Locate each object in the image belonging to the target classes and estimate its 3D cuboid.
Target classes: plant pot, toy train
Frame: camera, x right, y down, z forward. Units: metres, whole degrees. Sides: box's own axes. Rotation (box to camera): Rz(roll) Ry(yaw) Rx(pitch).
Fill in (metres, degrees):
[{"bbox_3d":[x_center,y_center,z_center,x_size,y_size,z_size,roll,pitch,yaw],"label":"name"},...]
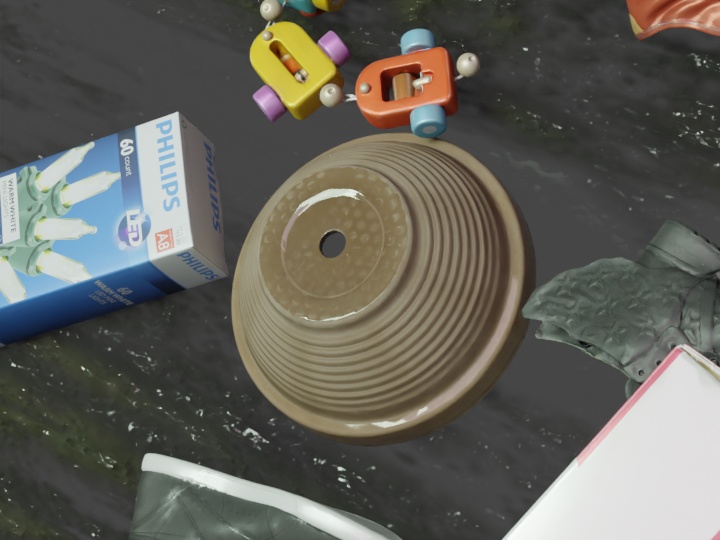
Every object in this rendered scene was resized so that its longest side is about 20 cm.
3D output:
[{"bbox_3d":[0.000,0.000,1.090,0.199,0.093,0.202,-8,69,21],"label":"plant pot"},{"bbox_3d":[0.000,-0.160,1.170,0.149,0.056,0.201,-16,63,12],"label":"toy train"}]

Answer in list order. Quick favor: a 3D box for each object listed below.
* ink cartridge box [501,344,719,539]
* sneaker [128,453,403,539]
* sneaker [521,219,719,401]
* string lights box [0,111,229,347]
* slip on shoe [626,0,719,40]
[{"bbox_3d":[0.161,0.137,0.907,0.083,0.200,0.147,42,91,26],"label":"ink cartridge box"},{"bbox_3d":[-0.062,0.179,1.067,0.199,0.071,0.100,10,77,33],"label":"sneaker"},{"bbox_3d":[0.191,0.046,1.010,0.104,0.060,0.200,-48,55,0],"label":"sneaker"},{"bbox_3d":[-0.193,-0.023,1.201,0.199,0.059,0.103,-17,64,17],"label":"string lights box"},{"bbox_3d":[0.253,-0.158,1.058,0.199,0.074,0.062,7,106,20],"label":"slip on shoe"}]
